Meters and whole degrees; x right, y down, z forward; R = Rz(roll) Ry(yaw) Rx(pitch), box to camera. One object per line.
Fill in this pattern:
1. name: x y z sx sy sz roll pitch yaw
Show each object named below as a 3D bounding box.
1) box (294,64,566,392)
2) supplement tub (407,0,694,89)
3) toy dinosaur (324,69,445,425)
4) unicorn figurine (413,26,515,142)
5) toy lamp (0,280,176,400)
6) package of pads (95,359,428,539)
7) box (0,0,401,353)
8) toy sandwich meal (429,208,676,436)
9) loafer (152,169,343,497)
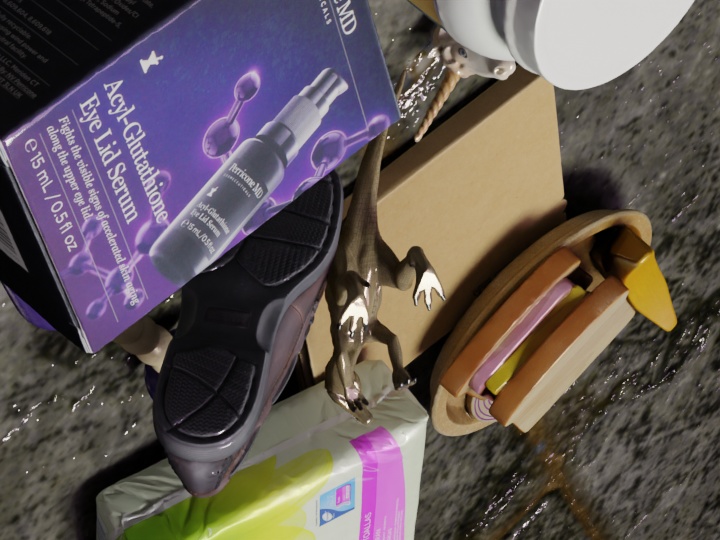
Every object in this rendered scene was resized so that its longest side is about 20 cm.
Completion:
1. box: 0.039 -0.015 1.712 0.200 0.021 0.164 -37 147 -19
2. supplement tub: 0.057 -0.188 1.370 0.145 0.200 0.145 -32 146 -26
3. toy dinosaur: 0.000 0.000 1.577 0.058 0.101 0.200 0 111 -21
4. unicorn figurine: 0.097 -0.169 1.546 0.074 0.137 0.200 -49 139 -56
5. toy lamp: -0.127 0.021 1.509 0.058 0.058 0.200 -49 152 -1
6. package of pads: -0.059 0.154 1.711 0.200 0.068 0.155 -24 145 -24
7. box: -0.097 -0.088 1.361 0.200 0.104 0.148 -39 139 -17
8. toy sandwich meal: 0.123 0.043 1.811 0.205 0.070 0.205 -38 157 -19
9. loafer: -0.060 0.028 1.535 0.063 0.072 0.200 91 16 -52
